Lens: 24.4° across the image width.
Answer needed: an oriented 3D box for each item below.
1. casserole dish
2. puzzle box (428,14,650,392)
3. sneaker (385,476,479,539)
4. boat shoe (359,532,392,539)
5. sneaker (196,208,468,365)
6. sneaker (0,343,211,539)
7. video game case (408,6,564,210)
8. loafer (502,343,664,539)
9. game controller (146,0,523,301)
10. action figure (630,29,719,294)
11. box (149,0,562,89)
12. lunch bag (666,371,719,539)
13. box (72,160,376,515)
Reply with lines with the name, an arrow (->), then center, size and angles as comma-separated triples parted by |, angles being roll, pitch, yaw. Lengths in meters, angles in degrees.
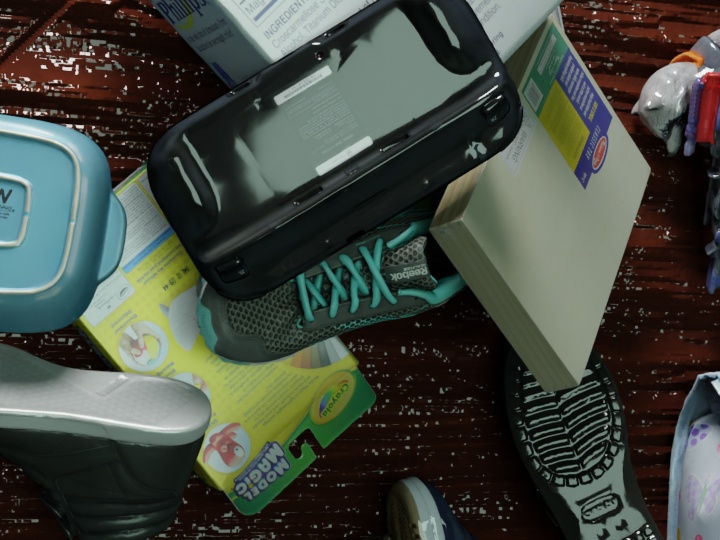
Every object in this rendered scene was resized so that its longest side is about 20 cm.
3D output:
casserole dish -> -0.228, -0.034, 0.911 | 0.198, 0.039, 0.122 | 8, 80, -5
puzzle box -> 0.113, -0.044, 0.992 | 0.133, 0.025, 0.201 | 52, 42, -25
sneaker -> 0.092, 0.204, 1.039 | 0.108, 0.070, 0.201 | -23, 104, -14
boat shoe -> -0.070, 0.194, 0.981 | 0.201, 0.075, 0.075 | -24, 93, -18
sneaker -> 0.000, 0.000, 0.953 | 0.199, 0.091, 0.078 | -20, 93, -33
sneaker -> -0.186, 0.102, 0.938 | 0.199, 0.071, 0.100 | 10, 121, 2
video game case -> 0.043, -0.108, 1.045 | 0.199, 0.023, 0.183 | -14, 95, -20
loafer -> 0.139, 0.132, 1.062 | 0.073, 0.071, 0.201 | -17, 81, -4
game controller -> -0.014, -0.070, 0.894 | 0.199, 0.042, 0.105 | -31, 90, 0
action figure -> 0.270, -0.089, 1.110 | 0.192, 0.105, 0.201 | 7, 113, -13
box -> -0.007, -0.178, 0.960 | 0.184, 0.105, 0.200 | -46, 105, -12
lunch bag -> 0.295, 0.165, 1.087 | 0.168, 0.127, 0.202 | 7, 81, -22
box -> -0.090, 0.037, 0.986 | 0.117, 0.048, 0.200 | -41, 101, -15
